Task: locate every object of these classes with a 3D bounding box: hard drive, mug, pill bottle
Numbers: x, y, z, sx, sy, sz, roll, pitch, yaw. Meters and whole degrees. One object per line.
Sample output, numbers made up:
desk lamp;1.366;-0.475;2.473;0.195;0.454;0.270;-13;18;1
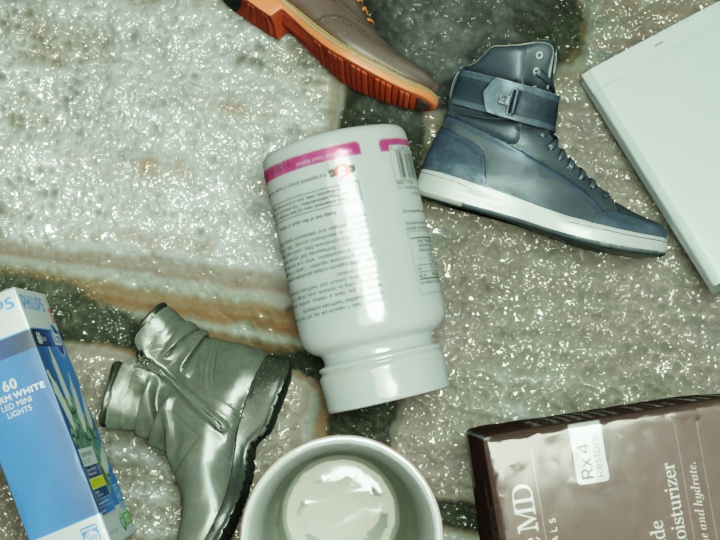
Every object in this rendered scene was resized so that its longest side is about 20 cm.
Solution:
hard drive;0.278;-0.099;1.119;0.131;0.026;0.201;-28;70;-2
mug;-0.009;0.202;1.030;0.133;0.200;0.178;-16;87;-3
pill bottle;0.000;0.000;1.089;0.113;0.113;0.201;-12;85;-2

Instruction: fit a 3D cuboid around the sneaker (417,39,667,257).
sneaker;0.157;-0.097;1.118;0.201;0.077;0.147;19;88;2

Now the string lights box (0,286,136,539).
string lights box;-0.238;0.118;1.081;0.059;0.103;0.201;-21;87;-1

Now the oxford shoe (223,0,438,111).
oxford shoe;-0.015;-0.196;1.127;0.200;0.071;0.073;34;81;2

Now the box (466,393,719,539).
box;0.191;0.184;1.052;0.199;0.164;0.167;-9;86;-2

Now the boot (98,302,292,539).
boot;-0.143;0.135;1.108;0.130;0.068;0.201;19;78;5
